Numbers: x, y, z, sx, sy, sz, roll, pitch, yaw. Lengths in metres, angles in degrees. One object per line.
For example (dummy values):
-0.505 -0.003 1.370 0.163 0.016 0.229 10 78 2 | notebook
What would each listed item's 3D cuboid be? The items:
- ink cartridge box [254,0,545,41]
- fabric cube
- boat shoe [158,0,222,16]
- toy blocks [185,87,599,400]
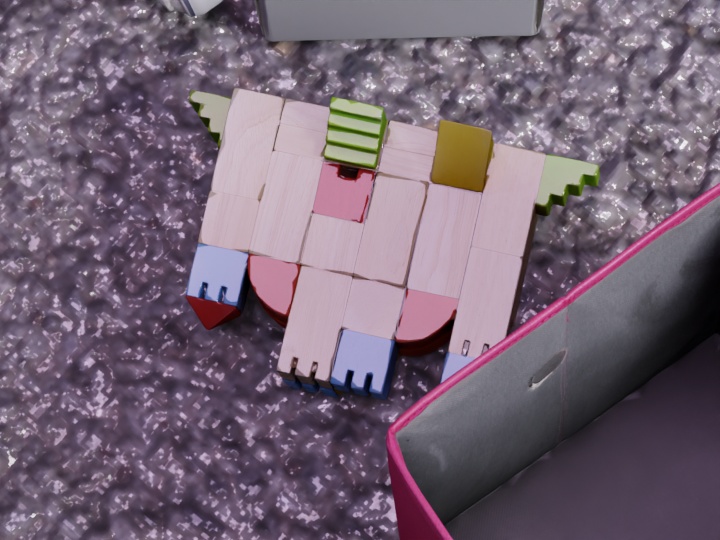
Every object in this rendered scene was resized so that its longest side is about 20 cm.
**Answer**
0.016 -0.228 1.393 0.144 0.145 0.201 -1 69 2 | ink cartridge box
0.142 0.117 1.231 0.200 0.200 0.197 -35 73 -10 | fabric cube
-0.148 -0.187 1.427 0.066 0.072 0.200 -40 72 -7 | boat shoe
0.000 0.000 1.346 0.199 0.100 0.138 13 82 7 | toy blocks
